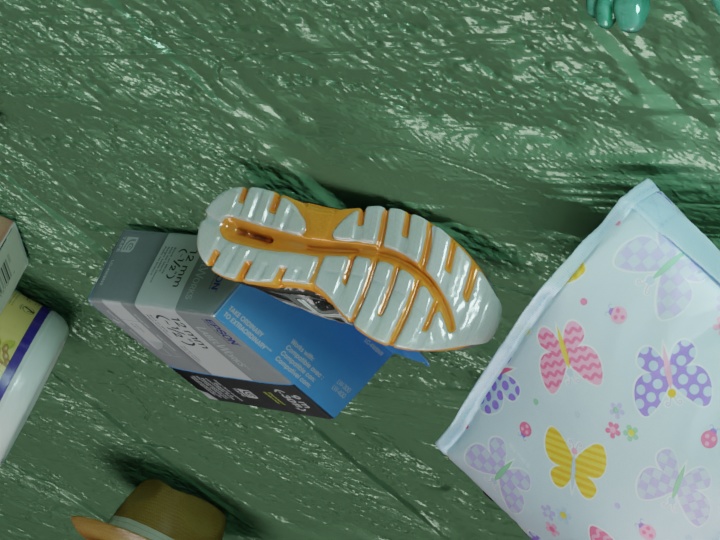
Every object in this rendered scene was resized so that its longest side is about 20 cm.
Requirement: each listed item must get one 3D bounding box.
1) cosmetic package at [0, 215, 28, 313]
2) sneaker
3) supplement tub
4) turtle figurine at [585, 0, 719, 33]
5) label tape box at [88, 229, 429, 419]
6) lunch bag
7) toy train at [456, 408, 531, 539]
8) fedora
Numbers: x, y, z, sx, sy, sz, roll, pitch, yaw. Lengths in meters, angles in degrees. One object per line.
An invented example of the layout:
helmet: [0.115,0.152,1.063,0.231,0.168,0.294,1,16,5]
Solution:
cosmetic package: [-0.368,-0.019,1.759,0.199,0.104,0.087,22,158,9]
sneaker: [0.000,0.000,1.399,0.199,0.079,0.077,21,174,25]
supplement tub: [-0.355,0.060,1.875,0.199,0.146,0.145,27,161,-4]
turtle figurine: [0.062,-0.154,0.878,0.199,0.101,0.149,22,-178,-37]
label tape box: [-0.071,0.040,1.586,0.199,0.066,0.143,8,154,45]
lunch bag: [0.163,0.072,1.212,0.170,0.127,0.200,43,136,15]
toy train: [0.136,0.121,1.517,0.114,0.085,0.200,44,159,-12]
fedora: [-0.190,0.259,2.269,0.199,0.082,0.201,23,166,6]
